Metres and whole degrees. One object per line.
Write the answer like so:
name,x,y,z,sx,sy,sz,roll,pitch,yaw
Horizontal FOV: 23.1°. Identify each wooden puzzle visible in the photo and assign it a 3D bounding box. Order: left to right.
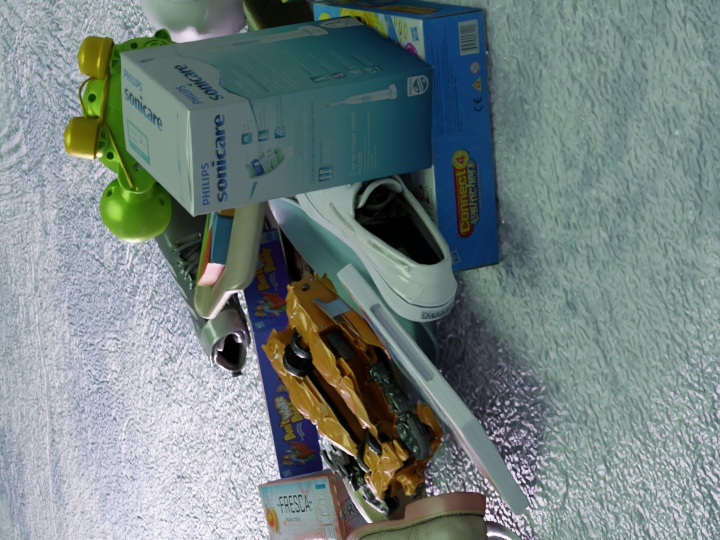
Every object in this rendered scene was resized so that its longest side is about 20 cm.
wooden puzzle,-0.120,-0.060,1.598,0.200,0.037,0.187,150,129,-73

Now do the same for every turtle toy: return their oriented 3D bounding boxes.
turtle toy,-0.200,-0.126,1.646,0.101,0.144,0.202,158,122,-86

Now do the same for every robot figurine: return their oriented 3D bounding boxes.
robot figurine,-0.003,0.106,1.483,0.200,0.058,0.145,52,145,19

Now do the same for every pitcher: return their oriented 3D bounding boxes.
pitcher,-0.133,-0.296,1.647,0.121,0.171,0.200,48,173,1

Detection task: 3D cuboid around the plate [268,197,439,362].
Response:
plate,0.000,0.000,1.498,0.200,0.026,0.200,42,168,11

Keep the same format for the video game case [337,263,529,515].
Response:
video game case,0.058,0.095,1.420,0.200,0.017,0.143,51,176,42

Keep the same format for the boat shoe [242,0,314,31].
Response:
boat shoe,-0.054,-0.175,1.585,0.066,0.071,0.202,97,151,-58

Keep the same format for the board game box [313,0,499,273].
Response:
board game box,0.035,-0.115,1.423,0.195,0.055,0.202,23,121,61

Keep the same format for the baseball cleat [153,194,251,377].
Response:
baseball cleat,-0.146,0.011,1.721,0.107,0.069,0.201,-127,13,-59

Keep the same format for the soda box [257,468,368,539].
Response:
soda box,-0.032,0.226,1.711,0.200,0.068,0.064,-20,82,65

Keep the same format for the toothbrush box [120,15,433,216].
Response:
toothbrush box,-0.064,-0.121,1.326,0.146,0.198,0.086,39,135,53

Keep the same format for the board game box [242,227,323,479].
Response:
board game box,-0.078,0.081,1.683,0.135,0.044,0.201,-106,6,-47

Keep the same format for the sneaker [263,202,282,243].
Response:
sneaker,-0.120,-0.062,1.768,0.081,0.074,0.202,-12,91,66

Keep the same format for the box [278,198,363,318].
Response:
box,-0.027,0.030,1.634,0.075,0.050,0.202,-13,89,67

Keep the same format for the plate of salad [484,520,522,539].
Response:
plate of salad,0.118,0.306,1.442,0.200,0.048,0.202,41,138,53

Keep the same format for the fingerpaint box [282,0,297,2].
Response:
fingerpaint box,-0.013,-0.321,1.413,0.200,0.073,0.168,-13,90,66

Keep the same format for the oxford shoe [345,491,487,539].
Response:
oxford shoe,0.041,0.246,1.482,0.200,0.070,0.075,-41,50,55

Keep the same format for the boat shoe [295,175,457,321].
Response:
boat shoe,0.009,-0.048,1.348,0.201,0.071,0.066,57,155,36

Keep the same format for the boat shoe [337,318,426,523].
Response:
boat shoe,0.019,0.141,1.556,0.065,0.072,0.202,-27,77,60
